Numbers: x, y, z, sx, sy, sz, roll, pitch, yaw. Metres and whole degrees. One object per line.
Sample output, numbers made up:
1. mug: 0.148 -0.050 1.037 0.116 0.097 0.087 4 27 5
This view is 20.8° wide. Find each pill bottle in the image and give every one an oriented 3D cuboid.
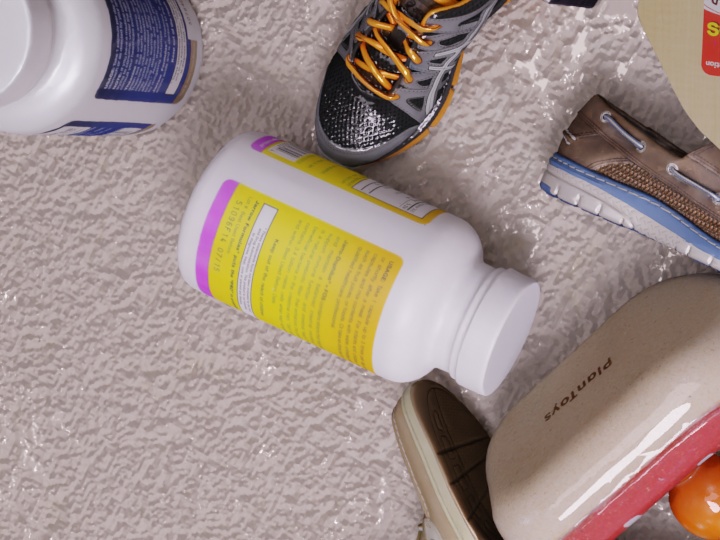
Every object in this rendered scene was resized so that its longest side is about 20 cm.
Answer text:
1. pill bottle: 0.000 0.000 1.152 0.200 0.104 0.104 25 101 18
2. pill bottle: -0.182 -0.136 1.160 0.111 0.200 0.111 1 93 20

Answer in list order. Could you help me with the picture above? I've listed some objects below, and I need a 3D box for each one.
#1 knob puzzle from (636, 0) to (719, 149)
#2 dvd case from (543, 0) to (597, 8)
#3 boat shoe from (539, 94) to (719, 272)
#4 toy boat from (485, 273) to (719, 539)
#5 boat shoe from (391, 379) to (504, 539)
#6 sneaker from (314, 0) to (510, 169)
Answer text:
1. knob puzzle: 0.237 -0.124 0.988 0.220 0.030 0.220 14 120 25
2. dvd case: 0.163 -0.229 1.056 0.016 0.149 0.200 35 104 9
3. boat shoe: 0.200 -0.041 1.094 0.200 0.072 0.072 24 99 17
4. toy boat: 0.174 0.101 1.101 0.131 0.131 0.200 40 108 -18
5. boat shoe: 0.061 0.163 1.158 0.065 0.072 0.200 -27 89 31
6. sneaker: 0.033 -0.146 1.147 0.078 0.077 0.200 39 106 12
